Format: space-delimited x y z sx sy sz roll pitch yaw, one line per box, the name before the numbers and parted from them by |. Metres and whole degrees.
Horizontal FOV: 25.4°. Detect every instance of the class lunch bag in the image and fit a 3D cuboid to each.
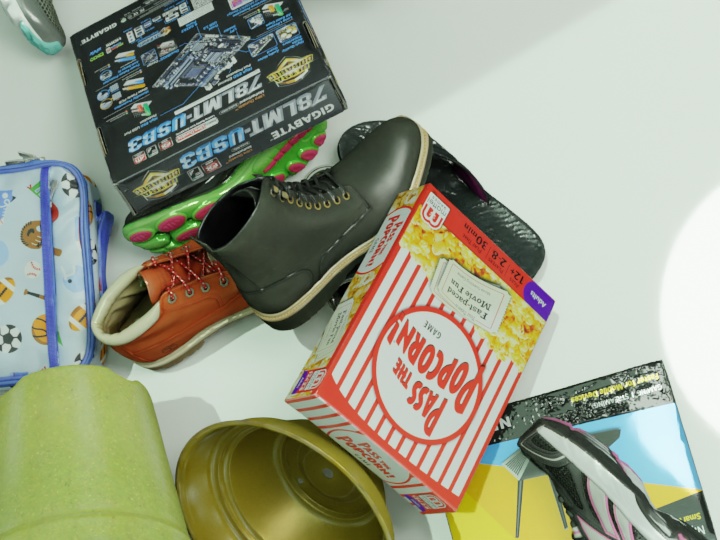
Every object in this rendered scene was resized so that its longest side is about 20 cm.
lunch bag | -0.289 0.001 1.359 0.159 0.076 0.202 -5 81 6

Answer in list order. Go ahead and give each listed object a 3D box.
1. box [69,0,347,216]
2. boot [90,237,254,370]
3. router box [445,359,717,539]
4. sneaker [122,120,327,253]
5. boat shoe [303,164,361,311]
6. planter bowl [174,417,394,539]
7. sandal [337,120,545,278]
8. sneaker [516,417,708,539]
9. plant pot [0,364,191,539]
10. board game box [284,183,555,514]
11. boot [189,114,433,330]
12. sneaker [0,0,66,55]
box | -0.131 -0.167 1.330 0.199 0.050 0.199 -27 51 3
boot | -0.129 0.005 1.302 0.200 0.107 0.075 -39 67 7
router box | 0.165 0.170 1.264 0.198 0.051 0.150 -17 79 5
sneaker | -0.119 -0.087 1.353 0.199 0.077 0.084 -37 58 0
boat shoe | 0.000 0.000 1.314 0.070 0.064 0.201 -23 77 5
planter bowl | -0.042 0.181 1.262 0.199 0.083 0.202 16 126 23
sandal | 0.070 -0.065 1.313 0.200 0.048 0.075 36 69 10
sneaker | 0.187 0.198 1.195 0.200 0.080 0.086 44 100 16
plant pot | -0.215 0.182 1.213 0.199 0.201 0.185 -16 54 6
board game box | 0.050 0.060 1.218 0.151 0.046 0.201 40 61 -22
boot | -0.033 -0.060 1.231 0.077 0.138 0.201 30 80 35
sneaker | -0.289 -0.289 1.407 0.091 0.078 0.201 -22 80 1
